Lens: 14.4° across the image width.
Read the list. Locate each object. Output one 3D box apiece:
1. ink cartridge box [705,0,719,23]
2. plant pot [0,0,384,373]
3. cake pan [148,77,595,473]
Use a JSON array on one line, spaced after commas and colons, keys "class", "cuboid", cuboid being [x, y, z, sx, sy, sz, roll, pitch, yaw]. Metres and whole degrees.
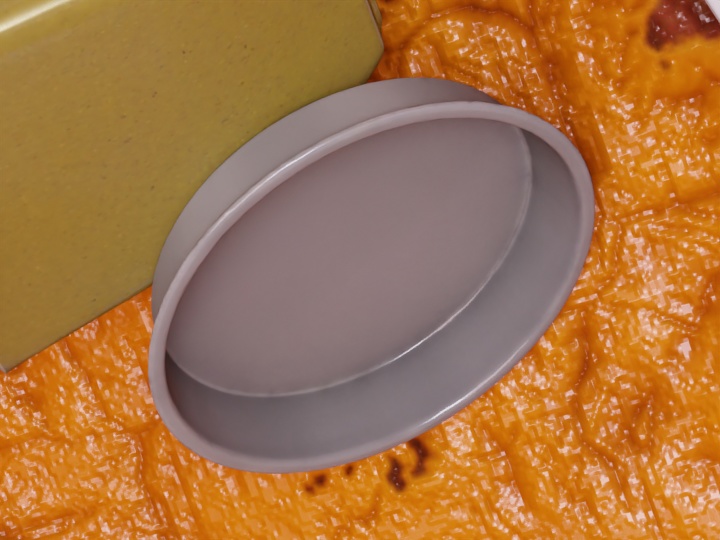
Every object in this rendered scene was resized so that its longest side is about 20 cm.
[{"class": "ink cartridge box", "cuboid": [0.179, -0.178, 1.062, 0.144, 0.147, 0.200, -34, 92, 23]}, {"class": "plant pot", "cuboid": [-0.106, -0.118, 1.127, 0.199, 0.195, 0.196, -23, 55, 0]}, {"class": "cake pan", "cuboid": [0.000, 0.000, 1.160, 0.201, 0.200, 0.037, -52, 49, 22]}]
